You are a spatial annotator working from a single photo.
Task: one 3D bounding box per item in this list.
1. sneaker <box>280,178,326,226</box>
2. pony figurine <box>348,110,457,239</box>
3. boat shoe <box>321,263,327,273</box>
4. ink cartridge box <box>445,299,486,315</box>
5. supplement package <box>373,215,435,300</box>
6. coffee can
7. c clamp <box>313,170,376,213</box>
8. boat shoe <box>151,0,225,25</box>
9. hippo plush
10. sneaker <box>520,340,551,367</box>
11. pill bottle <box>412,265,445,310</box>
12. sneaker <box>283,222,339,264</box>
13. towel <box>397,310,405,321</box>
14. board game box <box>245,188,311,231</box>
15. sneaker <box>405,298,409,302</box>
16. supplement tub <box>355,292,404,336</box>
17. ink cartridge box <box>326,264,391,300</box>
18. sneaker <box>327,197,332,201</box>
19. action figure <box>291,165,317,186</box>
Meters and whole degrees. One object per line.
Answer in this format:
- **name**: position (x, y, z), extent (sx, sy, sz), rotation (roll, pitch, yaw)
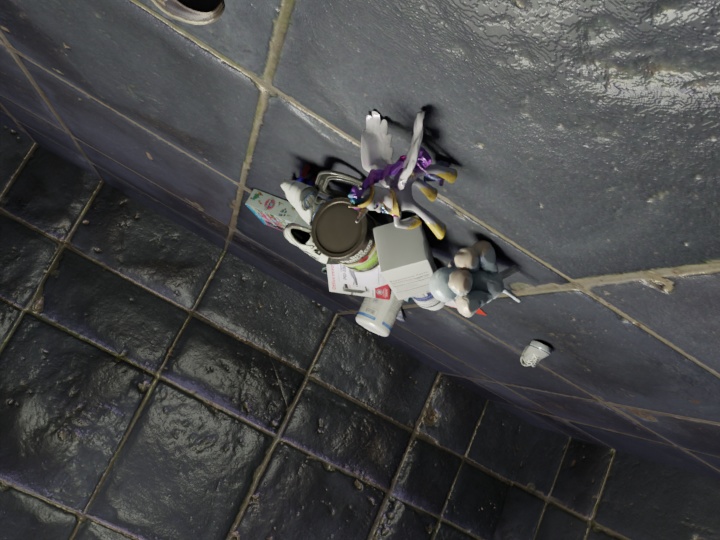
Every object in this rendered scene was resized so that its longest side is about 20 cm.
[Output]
- **sneaker**: position (-0.141, -0.178, 1.414), extent (0.086, 0.075, 0.200), rotation (34, 169, 14)
- **pony figurine**: position (0.074, -0.161, 0.970), extent (0.196, 0.198, 0.165), rotation (12, -179, -35)
- **boat shoe**: position (-0.075, -0.001, 2.143), extent (0.197, 0.063, 0.073), rotation (16, 163, 44)
- **ink cartridge box**: position (0.292, 0.105, 1.825), extent (0.161, 0.058, 0.200), rotation (13, 156, 49)
- **supplement package**: position (0.116, -0.027, 1.399), extent (0.117, 0.124, 0.200), rotation (-14, 155, 11)
- **coffee can**: position (-0.021, -0.084, 1.426), extent (0.144, 0.149, 0.200), rotation (22, 178, 21)
- **c clamp**: position (-0.028, -0.193, 1.339), extent (0.166, 0.028, 0.200), rotation (15, 170, -3)
- **boat shoe**: position (-0.295, -0.439, 0.837), extent (0.197, 0.076, 0.073), rotation (28, 168, -5)
- **hippo plush**: position (0.247, 0.008, 1.324), extent (0.196, 0.164, 0.160), rotation (-14, -167, -30)
- **sneaker**: position (0.578, 0.283, 1.867), extent (0.072, 0.072, 0.200), rotation (24, 167, 11)
- **pill bottle**: position (0.191, 0.043, 1.640), extent (0.109, 0.113, 0.200), rotation (20, 166, 30)
- **sneaker**: position (-0.126, -0.072, 1.590), extent (0.196, 0.076, 0.088), rotation (24, 177, -10)
- **towel**: position (0.124, 0.160, 2.459), extent (0.144, 0.024, 0.201), rotation (26, 166, 19)
- **board game box**: position (-0.251, -0.176, 1.819), extent (0.197, 0.065, 0.148), rotation (23, 166, 26)
- **sneaker**: position (0.139, 0.035, 1.830), extent (0.080, 0.077, 0.201), rotation (29, 162, 25)
- **supplement tub**: position (0.078, 0.109, 1.934), extent (0.130, 0.203, 0.132), rotation (25, 167, 6)
- **ink cartridge box**: position (0.000, 0.000, 1.703), extent (0.194, 0.084, 0.149), rotation (7, 135, 11)
- **sneaker**: position (-0.083, -0.144, 1.554), extent (0.074, 0.080, 0.200), rotation (29, 168, -12)
- **action figure**: position (-0.152, -0.222, 1.470), extent (0.064, 0.053, 0.199), rotation (25, 171, -15)
